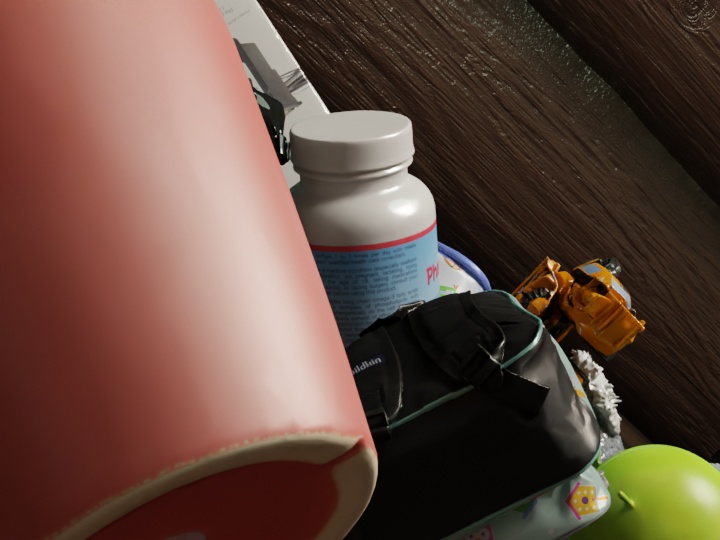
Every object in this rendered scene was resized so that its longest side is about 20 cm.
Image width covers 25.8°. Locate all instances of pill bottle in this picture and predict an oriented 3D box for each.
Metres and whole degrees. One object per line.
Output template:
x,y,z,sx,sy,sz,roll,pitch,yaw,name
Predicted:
0.000,0.000,1.065,0.109,0.107,0.203,-120,-156,-69,pill bottle

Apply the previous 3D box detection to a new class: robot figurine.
0.194,0.176,1.036,0.175,0.116,0.200,44,-1,12,robot figurine
0.155,0.044,1.242,0.058,0.145,0.200,43,4,-12,robot figurine

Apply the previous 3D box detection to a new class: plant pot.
-0.095,0.024,0.514,0.178,0.200,0.200,60,13,27,plant pot

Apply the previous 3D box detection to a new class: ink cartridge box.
-0.092,-0.132,1.217,0.201,0.083,0.145,56,-9,-7,ink cartridge box

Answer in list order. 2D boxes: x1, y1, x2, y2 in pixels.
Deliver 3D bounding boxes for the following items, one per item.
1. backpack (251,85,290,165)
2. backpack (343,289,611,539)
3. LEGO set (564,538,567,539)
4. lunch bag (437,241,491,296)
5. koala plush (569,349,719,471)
-0.154,-0.089,0.969,0.200,0.152,0.165,47,45,-47,backpack
0.048,0.099,0.939,0.154,0.175,0.200,59,1,-17,backpack
0.096,0.145,1.159,0.200,0.116,0.154,47,7,29,LEGO set
0.037,0.038,1.298,0.159,0.076,0.201,29,-25,18,lunch bag
0.186,0.178,1.263,0.201,0.177,0.183,55,22,17,koala plush
